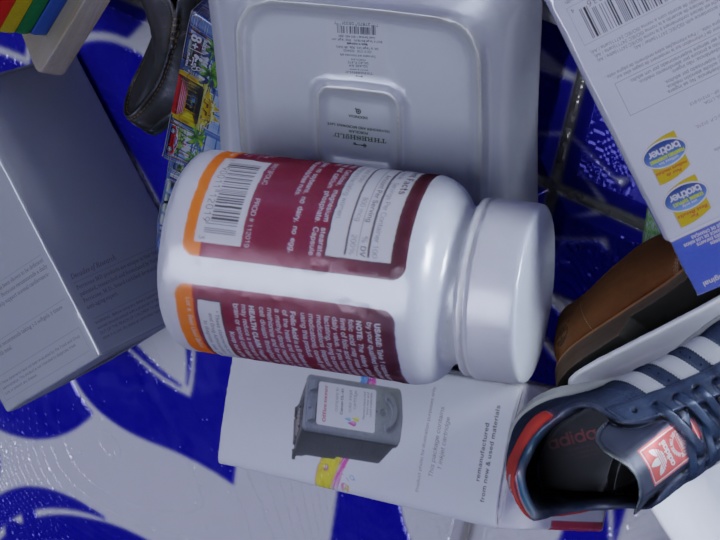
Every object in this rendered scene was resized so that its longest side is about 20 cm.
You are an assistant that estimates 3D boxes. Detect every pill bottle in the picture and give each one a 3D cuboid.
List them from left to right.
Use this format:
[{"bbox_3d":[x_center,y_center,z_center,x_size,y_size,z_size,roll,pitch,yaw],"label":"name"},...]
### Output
[{"bbox_3d":[0.000,0.000,1.000,0.198,0.114,0.116,8,112,17],"label":"pill bottle"}]

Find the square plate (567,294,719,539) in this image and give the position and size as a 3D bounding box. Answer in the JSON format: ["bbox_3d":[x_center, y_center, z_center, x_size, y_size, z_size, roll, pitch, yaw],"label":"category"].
[{"bbox_3d":[0.240,0.088,0.948,0.197,0.028,0.201,-31,98,22],"label":"square plate"}]

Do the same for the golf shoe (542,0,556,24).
[{"bbox_3d":[0.092,-0.184,0.996,0.198,0.091,0.076,12,76,31],"label":"golf shoe"}]

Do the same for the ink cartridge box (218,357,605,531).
[{"bbox_3d":[0.037,0.096,1.098,0.198,0.147,0.087,8,87,34],"label":"ink cartridge box"}]

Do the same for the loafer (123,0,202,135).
[{"bbox_3d":[-0.111,-0.174,1.151,0.201,0.072,0.073,-58,30,28],"label":"loafer"}]

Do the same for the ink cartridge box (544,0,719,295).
[{"bbox_3d":[0.173,-0.100,0.888,0.118,0.042,0.201,-25,101,19],"label":"ink cartridge box"}]

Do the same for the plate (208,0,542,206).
[{"bbox_3d":[0.003,-0.086,1.038,0.197,0.032,0.202,8,120,18],"label":"plate"}]

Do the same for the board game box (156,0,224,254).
[{"bbox_3d":[-0.022,-0.048,1.127,0.198,0.062,0.202,23,125,10],"label":"board game box"}]

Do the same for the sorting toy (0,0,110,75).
[{"bbox_3d":[-0.205,-0.266,1.157,0.200,0.069,0.200,-49,54,37],"label":"sorting toy"}]

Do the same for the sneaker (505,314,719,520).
[{"bbox_3d":[0.161,0.076,0.903,0.199,0.085,0.075,-27,100,21],"label":"sneaker"}]

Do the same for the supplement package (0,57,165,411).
[{"bbox_3d":[-0.221,-0.028,1.266,0.116,0.117,0.202,-28,90,39],"label":"supplement package"}]

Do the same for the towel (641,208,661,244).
[{"bbox_3d":[0.221,0.008,0.998,0.148,0.031,0.202,17,104,34],"label":"towel"}]

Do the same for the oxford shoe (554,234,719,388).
[{"bbox_3d":[0.181,-0.002,0.972,0.199,0.072,0.071,-31,129,24],"label":"oxford shoe"}]
